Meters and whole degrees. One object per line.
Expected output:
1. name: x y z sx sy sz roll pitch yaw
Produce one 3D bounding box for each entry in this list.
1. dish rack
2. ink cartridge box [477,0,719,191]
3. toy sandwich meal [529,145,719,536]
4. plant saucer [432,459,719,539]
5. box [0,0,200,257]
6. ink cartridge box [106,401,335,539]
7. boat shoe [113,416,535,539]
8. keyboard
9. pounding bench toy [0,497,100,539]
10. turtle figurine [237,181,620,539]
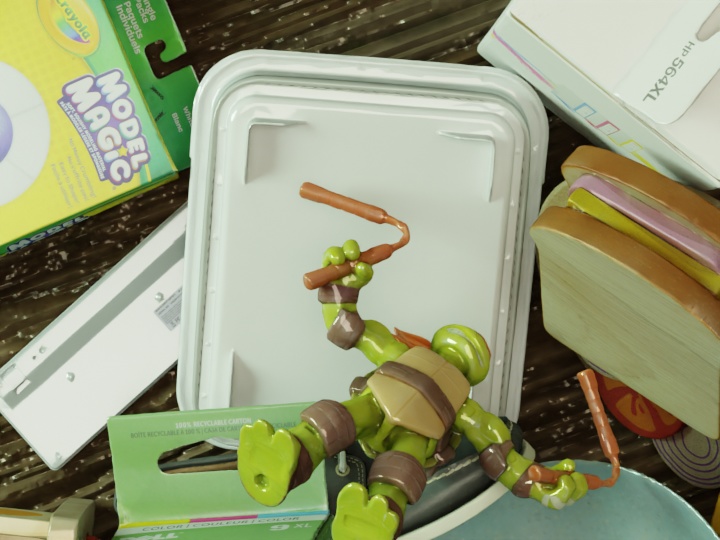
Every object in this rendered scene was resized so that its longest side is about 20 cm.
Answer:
1. dish rack: 0.000 0.000 1.276 0.171 0.044 0.200 4 104 -2
2. ink cartridge box: 0.146 -0.122 1.224 0.125 0.200 0.129 38 88 -1
3. toy sandwich meal: 0.141 0.037 1.224 0.070 0.205 0.205 -41 91 -28
4. plant saucer: 0.096 0.189 1.233 0.201 0.039 0.201 -11 68 28
5. box: -0.176 -0.070 1.293 0.200 0.048 0.118 -24 90 -3
6. ink cartridge box: -0.060 0.166 1.210 0.104 0.059 0.200 -5 100 10
7. boat shoe: -0.018 0.102 1.253 0.200 0.072 0.068 -16 108 11
8. keyboard: -0.095 0.012 1.313 0.200 0.011 0.056 -42 96 -1
9. pounding bench toy: -0.198 0.205 1.249 0.156 0.124 0.200 6 89 -2
10. turtle figurine: 0.011 0.058 1.195 0.200 0.161 0.064 45 132 5
